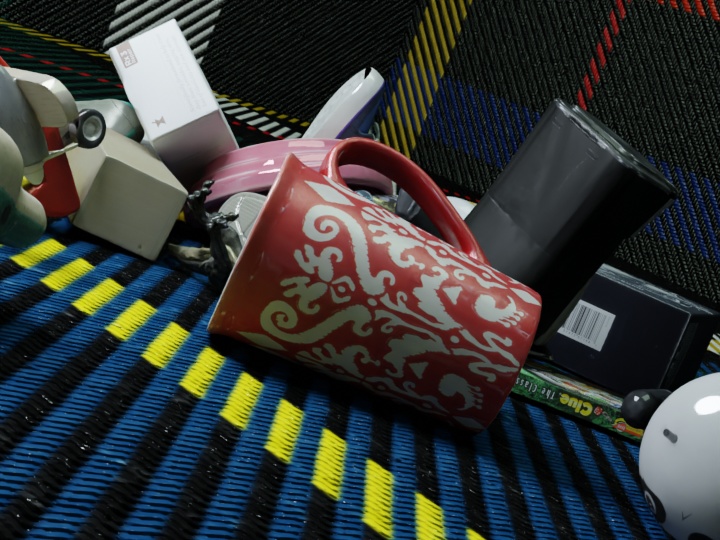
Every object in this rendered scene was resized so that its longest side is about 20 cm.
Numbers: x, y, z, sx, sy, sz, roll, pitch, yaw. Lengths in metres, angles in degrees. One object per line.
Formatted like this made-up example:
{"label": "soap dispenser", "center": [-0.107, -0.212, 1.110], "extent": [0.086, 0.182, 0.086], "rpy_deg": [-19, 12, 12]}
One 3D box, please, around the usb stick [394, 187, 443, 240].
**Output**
{"label": "usb stick", "center": [0.092, -0.014, 1.342], "extent": [0.032, 0.056, 0.200], "rpy_deg": [-5, -37, 35]}

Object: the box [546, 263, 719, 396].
{"label": "box", "center": [0.253, 0.052, 1.499], "extent": [0.199, 0.105, 0.182], "rpy_deg": [25, 7, 22]}

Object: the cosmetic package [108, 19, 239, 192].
{"label": "cosmetic package", "center": [-0.166, -0.145, 1.349], "extent": [0.200, 0.074, 0.102], "rpy_deg": [81, -17, -77]}

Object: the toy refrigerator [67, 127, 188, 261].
{"label": "toy refrigerator", "center": [-0.210, -0.071, 1.215], "extent": [0.076, 0.070, 0.200], "rpy_deg": [25, 7, -22]}

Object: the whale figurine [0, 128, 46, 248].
{"label": "whale figurine", "center": [-0.261, -0.035, 0.815], "extent": [0.158, 0.104, 0.200], "rpy_deg": [20, -16, -6]}

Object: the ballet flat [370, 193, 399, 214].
{"label": "ballet flat", "center": [0.058, -0.029, 1.377], "extent": [0.072, 0.072, 0.200], "rpy_deg": [30, -14, 47]}

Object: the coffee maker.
{"label": "coffee maker", "center": [0.158, -0.033, 1.224], "extent": [0.135, 0.200, 0.192], "rpy_deg": [41, 16, 16]}

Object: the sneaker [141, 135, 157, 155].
{"label": "sneaker", "center": [-0.203, -0.118, 1.521], "extent": [0.199, 0.074, 0.116], "rpy_deg": [18, 12, -15]}

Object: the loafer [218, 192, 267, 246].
{"label": "loafer", "center": [-0.047, 0.003, 1.197], "extent": [0.200, 0.072, 0.063], "rpy_deg": [36, -1, 39]}

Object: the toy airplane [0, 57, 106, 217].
{"label": "toy airplane", "center": [-0.292, -0.117, 1.033], "extent": [0.199, 0.141, 0.200], "rpy_deg": [32, -24, 0]}

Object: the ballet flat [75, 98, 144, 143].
{"label": "ballet flat", "center": [-0.292, -0.130, 1.376], "extent": [0.199, 0.064, 0.068], "rpy_deg": [2, -45, 40]}

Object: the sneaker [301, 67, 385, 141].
{"label": "sneaker", "center": [0.003, -0.094, 1.470], "extent": [0.146, 0.200, 0.081], "rpy_deg": [35, 22, -13]}

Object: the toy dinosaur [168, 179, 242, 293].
{"label": "toy dinosaur", "center": [-0.108, -0.016, 1.112], "extent": [0.047, 0.088, 0.200], "rpy_deg": [-31, 37, -29]}

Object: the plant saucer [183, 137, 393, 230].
{"label": "plant saucer", "center": [-0.070, -0.081, 1.355], "extent": [0.199, 0.051, 0.201], "rpy_deg": [-7, -9, -1]}

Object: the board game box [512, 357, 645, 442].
{"label": "board game box", "center": [0.145, 0.092, 1.229], "extent": [0.199, 0.024, 0.105], "rpy_deg": [22, 9, -2]}

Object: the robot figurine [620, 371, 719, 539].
{"label": "robot figurine", "center": [0.260, 0.129, 0.942], "extent": [0.150, 0.125, 0.200], "rpy_deg": [-14, -11, 29]}

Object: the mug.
{"label": "mug", "center": [0.021, 0.003, 0.979], "extent": [0.199, 0.178, 0.133], "rpy_deg": [26, -7, -3]}

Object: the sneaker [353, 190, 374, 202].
{"label": "sneaker", "center": [0.049, 0.009, 1.097], "extent": [0.200, 0.079, 0.096], "rpy_deg": [41, 39, -5]}

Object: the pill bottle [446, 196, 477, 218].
{"label": "pill bottle", "center": [0.112, -0.020, 1.570], "extent": [0.112, 0.112, 0.200], "rpy_deg": [27, 10, 36]}
